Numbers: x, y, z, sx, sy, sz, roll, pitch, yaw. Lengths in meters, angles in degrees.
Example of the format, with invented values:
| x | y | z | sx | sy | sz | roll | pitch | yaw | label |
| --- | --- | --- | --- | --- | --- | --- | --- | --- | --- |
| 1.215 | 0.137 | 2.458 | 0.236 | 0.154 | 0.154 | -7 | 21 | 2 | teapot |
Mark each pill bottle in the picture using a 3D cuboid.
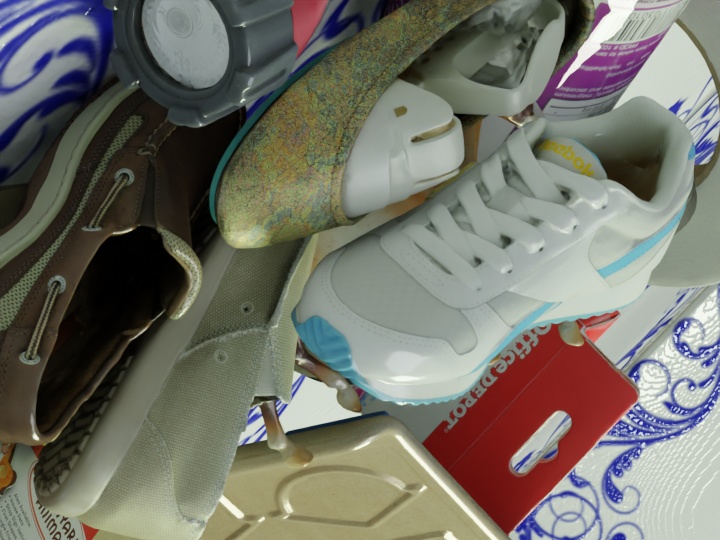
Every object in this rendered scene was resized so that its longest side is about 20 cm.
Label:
| x | y | z | sx | sy | sz | roll | pitch | yaw | label |
| --- | --- | --- | --- | --- | --- | --- | --- | --- | --- |
| 0.071 | -0.110 | 1.168 | 0.112 | 0.112 | 0.200 | -35 | 166 | -40 | pill bottle |

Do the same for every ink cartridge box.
| x | y | z | sx | sy | sz | roll | pitch | yaw | label |
| --- | --- | --- | --- | --- | --- | --- | --- | --- | --- |
| 0.043 | 0.024 | 1.324 | 0.116 | 0.200 | 0.067 | -48 | 168 | 19 | ink cartridge box |

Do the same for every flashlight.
| x | y | z | sx | sy | sz | roll | pitch | yaw | label |
| --- | --- | --- | --- | --- | --- | --- | --- | --- | --- |
| -0.012 | -0.116 | 0.982 | 0.200 | 0.068 | 0.068 | -36 | 125 | -51 | flashlight |

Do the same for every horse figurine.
| x | y | z | sx | sy | sz | roll | pitch | yaw | label |
| --- | --- | --- | --- | --- | --- | --- | --- | --- | --- |
| 0.000 | 0.000 | 1.110 | 0.199 | 0.133 | 0.050 | -23 | -156 | 5 | horse figurine |

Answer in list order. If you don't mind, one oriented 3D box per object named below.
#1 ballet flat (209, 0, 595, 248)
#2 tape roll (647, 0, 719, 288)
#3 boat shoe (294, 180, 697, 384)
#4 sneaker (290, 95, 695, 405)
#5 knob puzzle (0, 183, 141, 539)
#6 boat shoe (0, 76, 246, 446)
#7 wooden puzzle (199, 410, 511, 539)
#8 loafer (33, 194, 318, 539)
| x | y | z | sx | sy | sz | roll | pitch | yaw | label |
| --- | --- | --- | --- | --- | --- | --- | --- | --- | --- |
| 0.024 | -0.065 | 1.004 | 0.200 | 0.071 | 0.071 | -42 | 170 | -41 | ballet flat |
| 0.132 | -0.088 | 1.238 | 0.037 | 0.203 | 0.203 | -35 | 165 | -41 | tape roll |
| 0.060 | 0.002 | 1.178 | 0.200 | 0.067 | 0.057 | -27 | 152 | 15 | boat shoe |
| 0.051 | -0.013 | 1.014 | 0.200 | 0.076 | 0.081 | -26 | 148 | -45 | sneaker |
| -0.134 | 0.055 | 1.014 | 0.219 | 0.030 | 0.220 | -9 | 101 | -58 | knob puzzle |
| -0.087 | -0.004 | 0.971 | 0.202 | 0.075 | 0.075 | -53 | 146 | -37 | boat shoe |
| -0.026 | 0.118 | 1.253 | 0.185 | 0.046 | 0.200 | -13 | 147 | 25 | wooden puzzle |
| -0.054 | 0.023 | 1.031 | 0.076 | 0.068 | 0.200 | -15 | -141 | 59 | loafer |
